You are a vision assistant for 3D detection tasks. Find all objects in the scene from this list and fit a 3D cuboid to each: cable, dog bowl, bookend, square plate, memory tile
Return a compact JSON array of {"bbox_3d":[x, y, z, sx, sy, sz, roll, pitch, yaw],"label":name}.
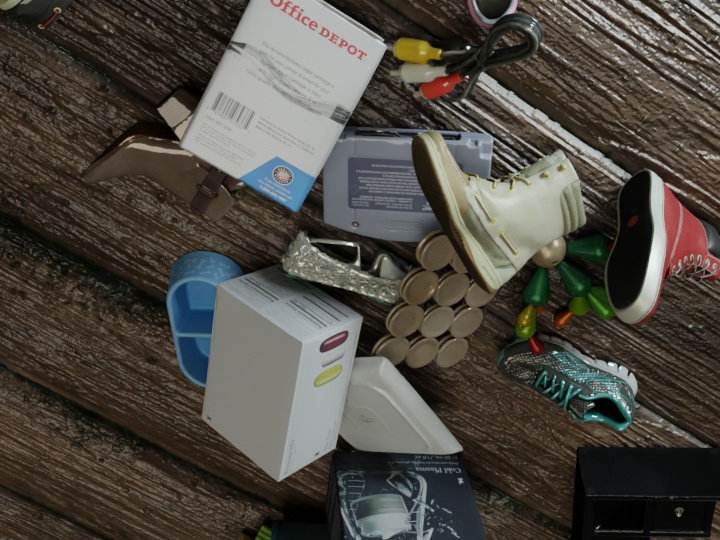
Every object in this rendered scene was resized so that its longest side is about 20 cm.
[{"bbox_3d":[0.109,-0.206,0.837,0.199,0.051,0.097,14,151,54],"label":"cable"},{"bbox_3d":[-0.202,0.074,1.100,0.109,0.050,0.203,1,122,6],"label":"dog bowl"},{"bbox_3d":[0.407,0.357,1.172,0.195,0.093,0.203,-1,122,7],"label":"bookend"},{"bbox_3d":[0.009,0.189,1.097,0.198,0.029,0.199,-9,132,43],"label":"square plate"},{"bbox_3d":[0.102,0.040,1.015,0.151,0.017,0.202,2,125,-34],"label":"memory tile"}]

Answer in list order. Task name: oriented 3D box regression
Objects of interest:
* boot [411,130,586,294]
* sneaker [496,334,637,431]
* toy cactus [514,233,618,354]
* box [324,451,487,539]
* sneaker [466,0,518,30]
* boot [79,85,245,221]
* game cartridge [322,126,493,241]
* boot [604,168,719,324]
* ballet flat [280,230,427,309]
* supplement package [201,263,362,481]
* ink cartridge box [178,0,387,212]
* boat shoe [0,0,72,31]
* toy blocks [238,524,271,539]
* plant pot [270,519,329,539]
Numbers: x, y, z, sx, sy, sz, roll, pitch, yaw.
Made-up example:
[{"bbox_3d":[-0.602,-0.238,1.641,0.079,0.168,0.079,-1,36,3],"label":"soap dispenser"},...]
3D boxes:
[{"bbox_3d":[0.155,-0.094,0.902,0.153,0.072,0.202,-33,112,-4],"label":"boot"},{"bbox_3d":[0.272,0.148,1.061,0.196,0.092,0.079,16,122,-3],"label":"sneaker"},{"bbox_3d":[0.245,0.006,0.987,0.165,0.103,0.199,46,125,-9],"label":"toy cactus"},{"bbox_3d":[0.059,0.363,1.136,0.196,0.198,0.126,2,123,-10],"label":"box"},{"bbox_3d":[0.131,-0.333,0.788,0.069,0.082,0.203,-4,121,9],"label":"sneaker"},{"bbox_3d":[-0.217,-0.117,0.974,0.198,0.071,0.147,-31,115,23],"label":"boot"},{"bbox_3d":[0.053,-0.099,0.970,0.196,0.041,0.135,4,118,5],"label":"game cartridge"},{"bbox_3d":[0.345,-0.001,0.901,0.143,0.202,0.072,35,141,-16],"label":"boot"},{"bbox_3d":[0.000,0.000,1.017,0.197,0.072,0.073,17,123,-11],"label":"ballet flat"},{"bbox_3d":[-0.103,0.125,1.030,0.155,0.110,0.203,29,121,32],"label":"supplement package"},{"bbox_3d":[-0.081,-0.190,0.872,0.143,0.084,0.202,28,103,-12],"label":"ink cartridge box"},{"bbox_3d":[-0.297,-0.335,0.857,0.200,0.074,0.063,-38,147,15],"label":"boat shoe"},{"bbox_3d":[-0.190,0.522,1.308,0.099,0.137,0.202,28,129,4],"label":"toy blocks"},{"bbox_3d":[-0.024,0.471,1.249,0.192,0.201,0.203,-8,121,3],"label":"plant pot"}]
